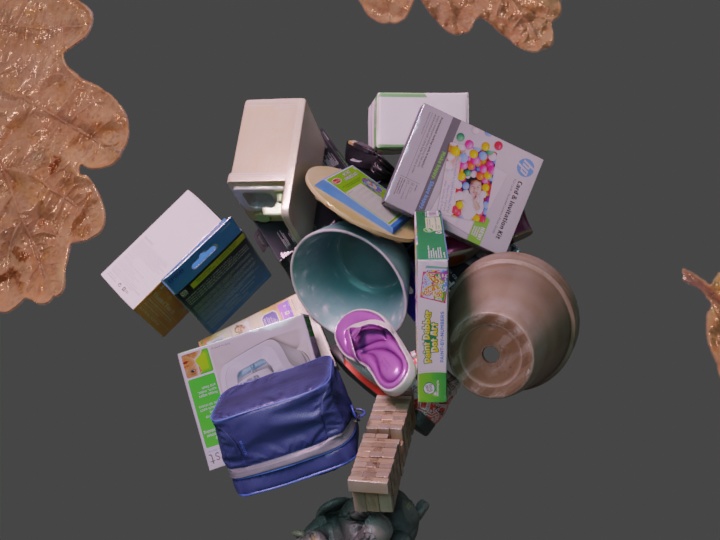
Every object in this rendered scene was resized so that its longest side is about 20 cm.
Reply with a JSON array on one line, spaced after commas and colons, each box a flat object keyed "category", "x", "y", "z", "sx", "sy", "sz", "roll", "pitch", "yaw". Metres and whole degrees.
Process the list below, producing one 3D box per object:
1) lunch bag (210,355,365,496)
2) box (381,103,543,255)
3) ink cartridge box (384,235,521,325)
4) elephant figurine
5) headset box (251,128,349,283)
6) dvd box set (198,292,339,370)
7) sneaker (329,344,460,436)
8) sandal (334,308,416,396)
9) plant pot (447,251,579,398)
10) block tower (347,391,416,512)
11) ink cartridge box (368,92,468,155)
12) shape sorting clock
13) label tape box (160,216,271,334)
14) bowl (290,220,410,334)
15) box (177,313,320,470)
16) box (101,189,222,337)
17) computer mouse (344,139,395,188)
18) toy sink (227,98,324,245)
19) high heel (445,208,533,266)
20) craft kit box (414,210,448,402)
[{"category": "lunch bag", "x": -0.089, "y": 0.213, "z": 1.134, "sx": 0.196, "sy": 0.136, "sz": 0.135, "roll": -18, "pitch": 102, "yaw": 6}, {"category": "box", "x": 0.149, "y": -0.130, "z": 1.241, "sx": 0.197, "sy": 0.041, "sz": 0.159, "roll": 24, "pitch": 87, "yaw": -6}, {"category": "ink cartridge box", "x": 0.122, "y": -0.032, "z": 1.360, "sx": 0.199, "sy": 0.044, "sz": 0.199, "roll": -38, "pitch": 64, "yaw": -6}, {"category": "elephant figurine", "x": -0.027, "y": 0.368, "z": 1.164, "sx": 0.198, "sy": 0.155, "sz": 0.142, "roll": -34, "pitch": 22, "yaw": 24}, {"category": "headset box", "x": -0.093, "y": -0.104, "z": 1.416, "sx": 0.198, "sy": 0.093, "sz": 0.175, "roll": -34, "pitch": 63, "yaw": -4}, {"category": "dvd box set", "x": -0.148, "y": 0.137, "z": 1.349, "sx": 0.197, "sy": 0.030, "sz": 0.148, "roll": -26, "pitch": 63, "yaw": -1}, {"category": "sneaker", "x": 0.055, "y": 0.147, "z": 1.276, "sx": 0.200, "sy": 0.067, "sz": 0.108, "roll": 36, "pitch": 79, "yaw": 21}, {"category": "sandal", "x": 0.015, "y": 0.103, "z": 1.204, "sx": 0.083, "sy": 0.050, "sz": 0.202, "roll": -50, "pitch": 37, "yaw": -2}, {"category": "plant pot", "x": 0.194, "y": 0.090, "z": 1.164, "sx": 0.196, "sy": 0.173, "sz": 0.205, "roll": 5, "pitch": 105, "yaw": 20}, {"category": "block tower", "x": 0.032, "y": 0.239, "z": 1.123, "sx": 0.053, "sy": 0.059, "sz": 0.201, "roll": -2, "pitch": 24, "yaw": 15}, {"category": "ink cartridge box", "x": 0.088, "y": -0.233, "z": 1.357, "sx": 0.142, "sy": 0.200, "sz": 0.090, "roll": -1, "pitch": 93, "yaw": -3}, {"category": "shape sorting clock", "x": 0.006, "y": -0.099, "z": 1.268, "sx": 0.200, "sy": 0.198, "sz": 0.040, "roll": 46, "pitch": 116, "yaw": 26}, {"category": "label tape box", "x": -0.237, "y": -0.003, "z": 1.341, "sx": 0.143, "sy": 0.201, "sz": 0.066, "roll": -45, "pitch": 61, "yaw": -11}, {"category": "bowl", "x": 0.000, "y": 0.000, "z": 1.307, "sx": 0.197, "sy": 0.204, "sz": 0.105, "roll": 15, "pitch": 37, "yaw": 20}, {"category": "box", "x": -0.149, "y": 0.179, "z": 1.259, "sx": 0.196, "sy": 0.097, "sz": 0.180, "roll": -16, "pitch": 85, "yaw": 1}, {"category": "box", "x": -0.308, "y": -0.010, "z": 1.405, "sx": 0.097, "sy": 0.125, "sz": 0.200, "roll": 39, "pitch": 79, "yaw": 26}, {"category": "computer mouse", "x": 0.009, "y": -0.172, "z": 1.382, "sx": 0.046, "sy": 0.140, "sz": 0.200, "roll": -50, "pitch": 45, "yaw": 2}, {"category": "toy sink", "x": -0.133, "y": -0.147, "z": 1.321, "sx": 0.109, "sy": 0.131, "sz": 0.204, "roll": 1, "pitch": 67, "yaw": 14}, {"category": "high heel", "x": 0.165, "y": -0.071, "z": 1.302, "sx": 0.196, "sy": 0.067, "sz": 0.098, "roll": -21, "pitch": 74, "yaw": -5}, {"category": "craft kit box", "x": 0.096, "y": 0.043, "z": 1.154, "sx": 0.047, "sy": 0.202, "sz": 0.201, "roll": -3, "pitch": 20, "yaw": 4}]
